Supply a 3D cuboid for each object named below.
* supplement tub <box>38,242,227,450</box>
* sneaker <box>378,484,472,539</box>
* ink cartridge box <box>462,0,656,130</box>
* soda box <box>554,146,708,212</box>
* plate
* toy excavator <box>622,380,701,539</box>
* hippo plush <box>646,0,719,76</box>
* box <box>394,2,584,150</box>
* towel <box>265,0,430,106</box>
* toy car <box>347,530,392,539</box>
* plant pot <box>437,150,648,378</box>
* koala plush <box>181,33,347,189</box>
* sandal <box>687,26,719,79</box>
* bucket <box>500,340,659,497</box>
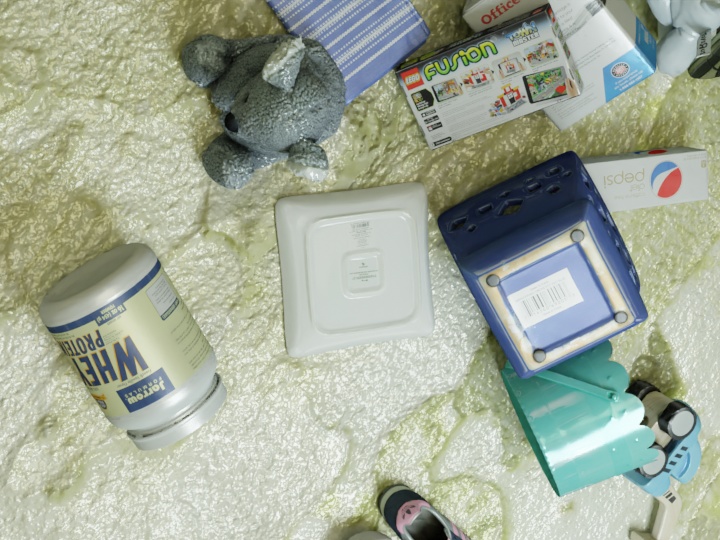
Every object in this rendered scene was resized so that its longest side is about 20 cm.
[{"bbox_3d":[-0.251,0.086,1.392,0.145,0.145,0.200,-33,108,-12],"label":"supplement tub"},{"bbox_3d":[0.106,0.360,1.603,0.200,0.082,0.070,41,84,-21],"label":"sneaker"},{"bbox_3d":[0.242,-0.293,1.500,0.144,0.084,0.200,-31,115,32],"label":"ink cartridge box"},{"bbox_3d":[0.353,-0.118,1.618,0.199,0.064,0.068,-8,102,-19],"label":"soda box"},{"bbox_3d":[0.000,0.000,1.529,0.199,0.032,0.201,-8,102,-18],"label":"plate"},{"bbox_3d":[0.411,0.282,1.701,0.200,0.100,0.195,41,86,-30],"label":"toy excavator"},{"bbox_3d":[0.372,-0.344,1.548,0.160,0.200,0.160,31,126,0],"label":"hippo plush"},{"bbox_3d":[0.153,-0.228,1.479,0.199,0.035,0.110,-18,110,24],"label":"box"},{"bbox_3d":[-0.023,-0.315,1.474,0.145,0.024,0.200,-39,108,-8],"label":"towel"},{"bbox_3d":[0.007,0.444,1.560,0.200,0.175,0.150,-30,145,-13],"label":"toy car"},{"bbox_3d":[0.224,0.001,1.498,0.199,0.180,0.200,-27,109,11],"label":"plant pot"},{"bbox_3d":[-0.087,-0.184,1.366,0.183,0.200,0.178,-14,104,-11],"label":"koala plush"},{"bbox_3d":[0.478,-0.306,1.540,0.080,0.201,0.058,8,64,-30],"label":"sandal"},{"bbox_3d":[0.272,0.178,1.567,0.134,0.207,0.208,-24,107,0],"label":"bucket"}]
